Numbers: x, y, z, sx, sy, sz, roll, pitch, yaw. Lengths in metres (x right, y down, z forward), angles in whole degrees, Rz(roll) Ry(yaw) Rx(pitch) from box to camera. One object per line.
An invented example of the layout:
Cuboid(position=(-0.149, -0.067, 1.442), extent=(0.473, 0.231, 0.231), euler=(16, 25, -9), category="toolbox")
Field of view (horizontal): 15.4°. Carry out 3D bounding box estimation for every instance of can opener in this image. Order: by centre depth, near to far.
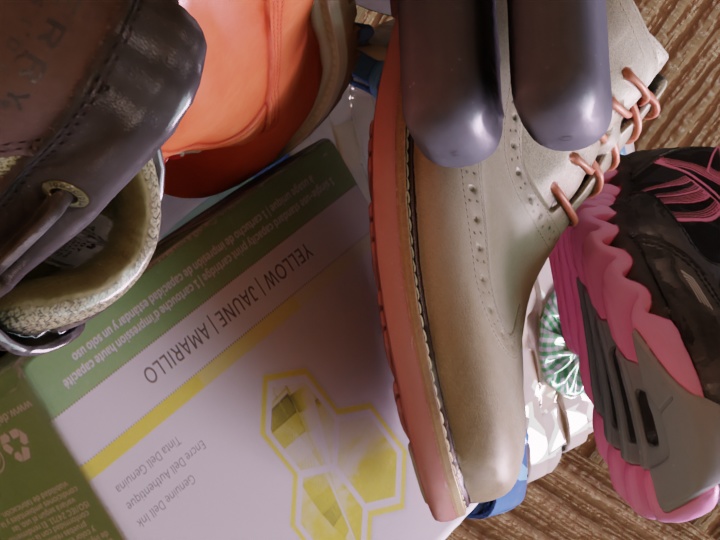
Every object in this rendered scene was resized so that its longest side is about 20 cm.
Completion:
Cuboid(position=(0.027, -0.127, 0.633), extent=(0.067, 0.053, 0.201), euler=(56, 29, -62), category="can opener")

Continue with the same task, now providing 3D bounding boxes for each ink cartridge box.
Cuboid(position=(-0.007, 0.085, 0.668), extent=(0.048, 0.201, 0.145), euler=(-27, -173, 38), category="ink cartridge box")

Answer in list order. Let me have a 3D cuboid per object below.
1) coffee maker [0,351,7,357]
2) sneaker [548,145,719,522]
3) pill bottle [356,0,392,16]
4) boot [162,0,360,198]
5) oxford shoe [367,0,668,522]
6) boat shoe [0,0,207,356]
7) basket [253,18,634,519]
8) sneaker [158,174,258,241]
Cuboid(position=(-0.112, 0.119, 0.747), extent=(0.192, 0.134, 0.201), euler=(-34, 149, -45), category="coffee maker")
Cuboid(position=(0.103, 0.005, 0.740), extent=(0.200, 0.095, 0.080), euler=(-96, 178, -70), category="sneaker")
Cuboid(position=(0.022, -0.133, 0.820), extent=(0.111, 0.111, 0.200), euler=(-58, -179, 5), category="pill bottle")
Cuboid(position=(-0.051, -0.055, 0.620), extent=(0.107, 0.075, 0.200), euler=(-52, 173, -24), category="boot")
Cuboid(position=(0.040, -0.037, 0.666), extent=(0.071, 0.073, 0.202), euler=(71, 20, -75), category="oxford shoe")
Cuboid(position=(-0.070, -0.013, 0.497), extent=(0.074, 0.065, 0.200), euler=(-60, -177, -15), category="boat shoe")
Cuboid(position=(0.000, 0.000, 0.881), extent=(0.199, 0.177, 0.139), euler=(-25, -157, -19), category="basket")
Cuboid(position=(-0.065, 0.019, 0.954), extent=(0.073, 0.119, 0.201), euler=(-5, -149, 36), category="sneaker")
